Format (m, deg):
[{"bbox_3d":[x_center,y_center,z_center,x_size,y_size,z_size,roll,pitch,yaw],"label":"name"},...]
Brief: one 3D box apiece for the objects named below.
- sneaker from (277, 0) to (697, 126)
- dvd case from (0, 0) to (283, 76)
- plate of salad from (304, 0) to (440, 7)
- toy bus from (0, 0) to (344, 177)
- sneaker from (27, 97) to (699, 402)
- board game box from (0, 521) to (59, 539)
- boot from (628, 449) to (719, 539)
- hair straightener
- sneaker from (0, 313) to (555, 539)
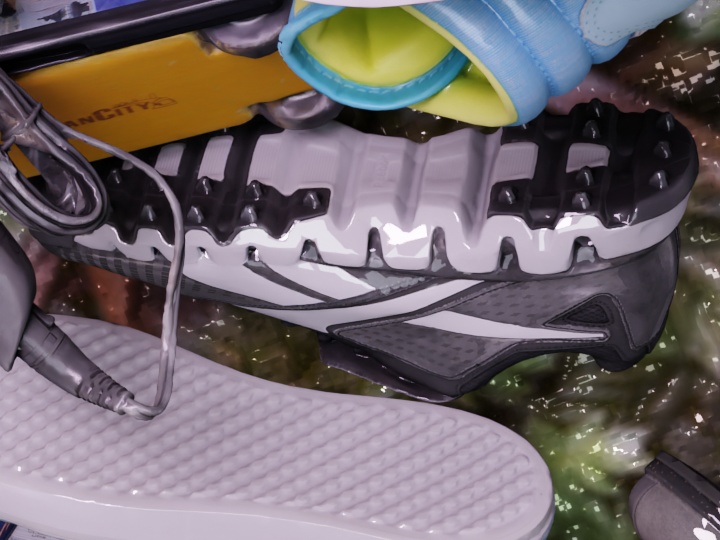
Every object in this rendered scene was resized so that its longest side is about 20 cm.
[{"bbox_3d":[0.013,-0.116,0.728,0.130,0.200,0.080,-40,139,2],"label":"sneaker"},{"bbox_3d":[-0.126,-0.114,0.791,0.199,0.018,0.144,-13,73,9],"label":"dvd case"},{"bbox_3d":[0.024,-0.151,0.669,0.200,0.201,0.048,-33,150,17],"label":"plate of salad"},{"bbox_3d":[-0.063,-0.076,0.811,0.199,0.065,0.079,-13,69,10],"label":"toy bus"},{"bbox_3d":[0.000,0.000,0.851,0.199,0.067,0.091,1,130,13],"label":"sneaker"},{"bbox_3d":[-0.036,0.143,0.935,0.199,0.035,0.136,32,112,-10],"label":"board game box"},{"bbox_3d":[0.108,0.165,0.897,0.130,0.068,0.200,-37,110,-3],"label":"boot"},{"bbox_3d":[-0.111,-0.042,0.742,0.077,0.041,0.200,-40,100,16],"label":"hair straightener"},{"bbox_3d":[-0.046,0.074,0.852,0.199,0.074,0.082,14,133,8],"label":"sneaker"}]
